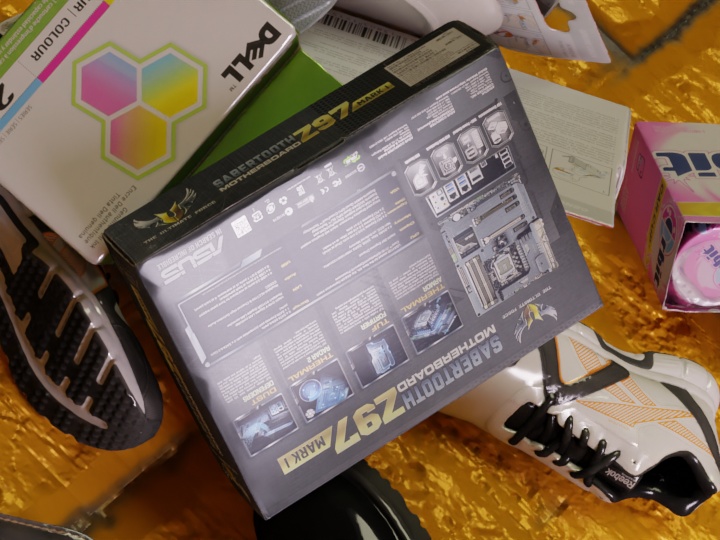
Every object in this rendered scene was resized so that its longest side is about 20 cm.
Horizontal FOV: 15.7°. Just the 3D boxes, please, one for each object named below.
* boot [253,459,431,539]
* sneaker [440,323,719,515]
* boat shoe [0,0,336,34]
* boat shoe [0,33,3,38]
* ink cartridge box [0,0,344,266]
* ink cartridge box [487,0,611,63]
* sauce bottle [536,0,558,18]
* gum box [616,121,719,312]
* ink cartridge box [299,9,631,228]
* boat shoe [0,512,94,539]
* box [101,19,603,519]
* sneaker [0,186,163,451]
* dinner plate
[{"bbox_3d":[-0.025,0.183,1.208,0.158,0.079,0.211,-14,63,-44],"label":"boot"},{"bbox_3d":[0.118,0.077,1.407,0.200,0.074,0.080,14,48,-27],"label":"sneaker"},{"bbox_3d":[-0.111,-0.141,1.388,0.200,0.074,0.067,-21,55,-10],"label":"boat shoe"},{"bbox_3d":[-0.200,-0.113,1.305,0.199,0.066,0.074,20,13,18],"label":"boat shoe"},{"bbox_3d":[-0.075,-0.057,1.226,0.200,0.148,0.076,41,0,2],"label":"ink cartridge box"},{"bbox_3d":[0.041,-0.180,1.481,0.200,0.160,0.047,13,78,17],"label":"ink cartridge box"},{"bbox_3d":[0.053,-0.239,1.665,0.200,0.066,0.066,39,40,-1],"label":"sauce bottle"},{"bbox_3d":[0.267,-0.031,1.568,0.200,0.066,0.114,1,33,-12],"label":"gum box"},{"bbox_3d":[0.045,-0.072,1.414,0.200,0.044,0.174,18,27,0],"label":"ink cartridge box"},{"bbox_3d":[-0.192,0.132,1.132,0.200,0.073,0.075,2,53,-36],"label":"boat shoe"},{"bbox_3d":[0.000,0.000,1.220,0.200,0.158,0.051,-32,31,-10],"label":"box"},{"bbox_3d":[-0.149,-0.001,1.288,0.080,0.074,0.200,-16,65,-47],"label":"sneaker"},{"bbox_3d":[-0.017,-0.163,1.473,0.200,0.200,0.024,22,78,-20],"label":"dinner plate"}]
